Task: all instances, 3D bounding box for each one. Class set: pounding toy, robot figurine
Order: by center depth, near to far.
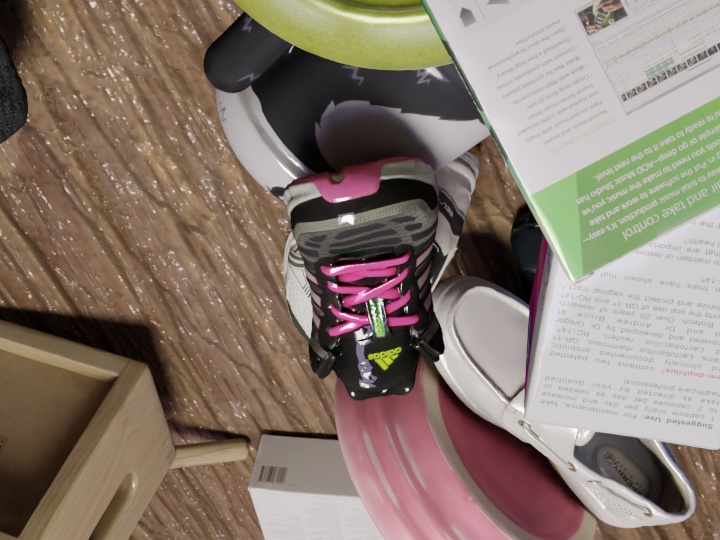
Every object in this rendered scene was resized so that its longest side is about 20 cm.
[{"bbox_3d":[0.017,-0.105,0.959,0.150,0.125,0.200,41,134,-17],"label":"robot figurine"},{"bbox_3d":[-0.203,0.128,1.286,0.184,0.200,0.142,15,144,20],"label":"pounding toy"}]

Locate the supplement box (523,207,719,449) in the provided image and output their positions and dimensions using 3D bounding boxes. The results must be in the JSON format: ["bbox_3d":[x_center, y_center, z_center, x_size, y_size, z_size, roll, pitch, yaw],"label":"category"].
[{"bbox_3d":[0.142,-0.027,0.950,0.103,0.101,0.200,7,124,2],"label":"supplement box"}]

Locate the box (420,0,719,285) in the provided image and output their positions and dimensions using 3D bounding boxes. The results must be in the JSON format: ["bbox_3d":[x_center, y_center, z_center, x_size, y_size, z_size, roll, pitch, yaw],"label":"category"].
[{"bbox_3d":[0.104,-0.113,0.822,0.144,0.036,0.200,-27,103,5],"label":"box"}]

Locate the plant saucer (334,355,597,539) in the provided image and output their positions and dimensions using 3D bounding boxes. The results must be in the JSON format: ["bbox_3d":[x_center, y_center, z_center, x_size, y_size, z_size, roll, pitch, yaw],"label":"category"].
[{"bbox_3d":[0.071,0.114,1.164,0.200,0.201,0.051,36,121,-27],"label":"plant saucer"}]

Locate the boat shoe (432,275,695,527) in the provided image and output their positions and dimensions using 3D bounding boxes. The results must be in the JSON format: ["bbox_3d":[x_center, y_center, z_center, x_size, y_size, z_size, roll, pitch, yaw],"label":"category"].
[{"bbox_3d":[0.120,0.074,1.132,0.200,0.071,0.069,42,162,-20],"label":"boat shoe"}]

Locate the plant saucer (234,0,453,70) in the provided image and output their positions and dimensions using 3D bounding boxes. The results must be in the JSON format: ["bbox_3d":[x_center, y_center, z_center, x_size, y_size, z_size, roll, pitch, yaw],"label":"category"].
[{"bbox_3d":[0.014,-0.183,0.843,0.200,0.031,0.200,1,102,4],"label":"plant saucer"}]

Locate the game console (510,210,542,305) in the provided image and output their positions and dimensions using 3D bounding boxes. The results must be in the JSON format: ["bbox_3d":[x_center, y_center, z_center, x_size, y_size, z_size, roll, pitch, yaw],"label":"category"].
[{"bbox_3d":[0.178,0.068,1.136,0.172,0.119,0.200,-1,139,17],"label":"game console"}]

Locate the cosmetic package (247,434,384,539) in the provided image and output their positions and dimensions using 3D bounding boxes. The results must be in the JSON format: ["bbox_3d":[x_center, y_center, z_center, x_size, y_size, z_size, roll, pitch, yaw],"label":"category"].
[{"bbox_3d":[0.031,0.157,1.341,0.200,0.051,0.083,3,139,12],"label":"cosmetic package"}]

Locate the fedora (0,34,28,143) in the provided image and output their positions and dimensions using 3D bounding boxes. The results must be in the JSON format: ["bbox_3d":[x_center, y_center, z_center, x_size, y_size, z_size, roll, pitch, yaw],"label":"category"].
[{"bbox_3d":[-0.227,-0.101,1.035,0.092,0.201,0.201,-18,143,-13],"label":"fedora"}]

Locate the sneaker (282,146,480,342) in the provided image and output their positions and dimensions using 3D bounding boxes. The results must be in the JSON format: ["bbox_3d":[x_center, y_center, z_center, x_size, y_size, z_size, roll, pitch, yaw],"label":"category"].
[{"bbox_3d":[0.000,0.000,1.126,0.076,0.088,0.200,19,143,-11],"label":"sneaker"}]

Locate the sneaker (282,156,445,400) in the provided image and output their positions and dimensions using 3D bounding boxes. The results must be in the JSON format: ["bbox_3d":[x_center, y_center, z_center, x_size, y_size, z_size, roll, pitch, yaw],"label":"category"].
[{"bbox_3d":[0.007,0.010,0.960,0.074,0.088,0.200,-9,161,-2],"label":"sneaker"}]
